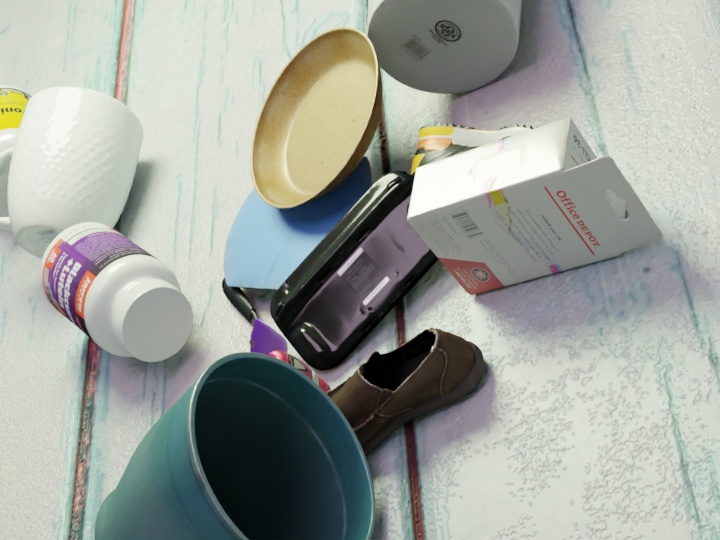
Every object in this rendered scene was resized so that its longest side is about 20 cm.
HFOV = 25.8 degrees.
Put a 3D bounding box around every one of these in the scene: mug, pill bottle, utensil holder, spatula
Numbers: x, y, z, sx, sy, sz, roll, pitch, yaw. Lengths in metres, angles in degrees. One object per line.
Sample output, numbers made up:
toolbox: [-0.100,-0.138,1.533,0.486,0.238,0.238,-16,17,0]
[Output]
mug: [-0.371,-0.104,1.886,0.198,0.148,0.177,-3,59,20]
pill bottle: [-0.456,-0.151,2.053,0.111,0.111,0.200,-38,37,8]
utensil holder: [0.091,-0.311,1.650,0.169,0.170,0.201,-21,44,27]
spatula: [-0.111,0.053,1.594,0.200,0.020,0.057,-127,42,-60]
pill bottle: [-0.259,0.027,1.691,0.112,0.111,0.200,-50,36,-9]

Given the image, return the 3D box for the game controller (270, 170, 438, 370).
game controller: [0.000,0.000,1.508,0.200,0.042,0.104,-47,66,9]

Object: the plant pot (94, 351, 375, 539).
plant pot: [-0.121,0.201,1.335,0.188,0.199,0.201,-37,34,34]

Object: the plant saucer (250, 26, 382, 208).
plant saucer: [-0.038,-0.152,1.619,0.200,0.035,0.202,-29,49,40]

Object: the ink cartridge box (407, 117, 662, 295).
ink cartridge box: [0.156,-0.059,1.381,0.199,0.117,0.068,-16,44,31]

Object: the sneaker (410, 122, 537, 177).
sneaker: [0.127,-0.086,1.490,0.199,0.070,0.091,8,78,45]

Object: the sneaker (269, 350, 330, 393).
sneaker: [-0.127,0.134,1.493,0.199,0.075,0.081,-30,38,19]

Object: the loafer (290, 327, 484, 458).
loafer: [0.011,0.104,1.394,0.199,0.071,0.073,-32,38,15]

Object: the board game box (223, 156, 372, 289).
board game box: [-0.057,-0.041,1.632,0.199,0.039,0.159,2,61,47]
